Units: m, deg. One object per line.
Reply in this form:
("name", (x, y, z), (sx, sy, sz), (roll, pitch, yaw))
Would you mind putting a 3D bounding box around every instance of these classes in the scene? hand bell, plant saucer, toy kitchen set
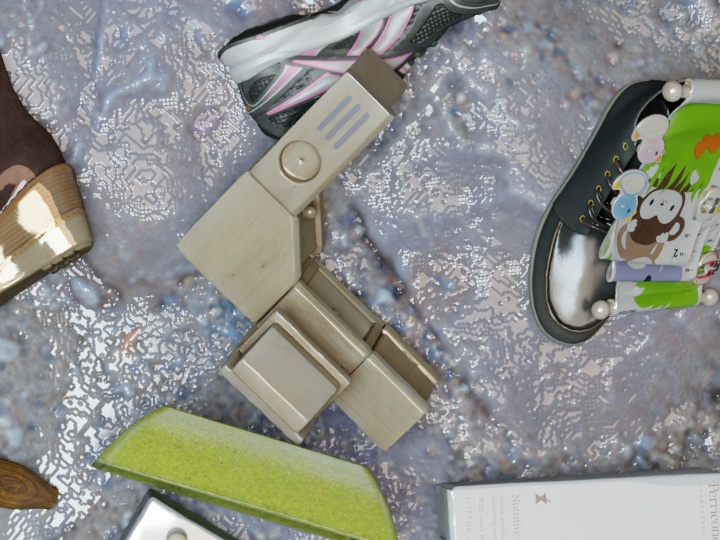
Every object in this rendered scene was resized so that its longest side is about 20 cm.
("hand bell", (-0.293, 0.128, 1.493), (0.199, 0.104, 0.105), (22, 86, -29))
("plant saucer", (-0.075, 0.135, 1.469), (0.199, 0.200, 0.048), (17, 82, -6))
("toy kitchen set", (0.000, 0.000, 1.467), (0.200, 0.163, 0.180), (44, 110, -4))

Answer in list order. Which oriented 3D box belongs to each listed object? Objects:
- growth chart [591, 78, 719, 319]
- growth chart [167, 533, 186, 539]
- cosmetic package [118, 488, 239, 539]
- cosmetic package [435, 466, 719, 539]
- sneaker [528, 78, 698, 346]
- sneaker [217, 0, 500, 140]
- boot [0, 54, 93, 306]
("growth chart", (0.221, -0.048, 1.515), (0.144, 0.018, 0.201), (-11, 131, -36))
("growth chart", (-0.087, 0.283, 1.475), (0.200, 0.018, 0.145), (42, 86, -4))
("cosmetic package", (-0.085, 0.245, 1.527), (0.199, 0.071, 0.102), (32, 87, -5))
("cosmetic package", (0.157, 0.199, 1.552), (0.199, 0.081, 0.114), (-4, 87, -6))
("sneaker", (0.176, -0.044, 1.547), (0.074, 0.106, 0.201), (21, 86, -6))
("sneaker", (0.005, -0.151, 1.556), (0.199, 0.080, 0.087), (-19, 103, 1))
("boot", (-0.297, -0.044, 1.525), (0.199, 0.072, 0.167), (-30, 80, -5))
